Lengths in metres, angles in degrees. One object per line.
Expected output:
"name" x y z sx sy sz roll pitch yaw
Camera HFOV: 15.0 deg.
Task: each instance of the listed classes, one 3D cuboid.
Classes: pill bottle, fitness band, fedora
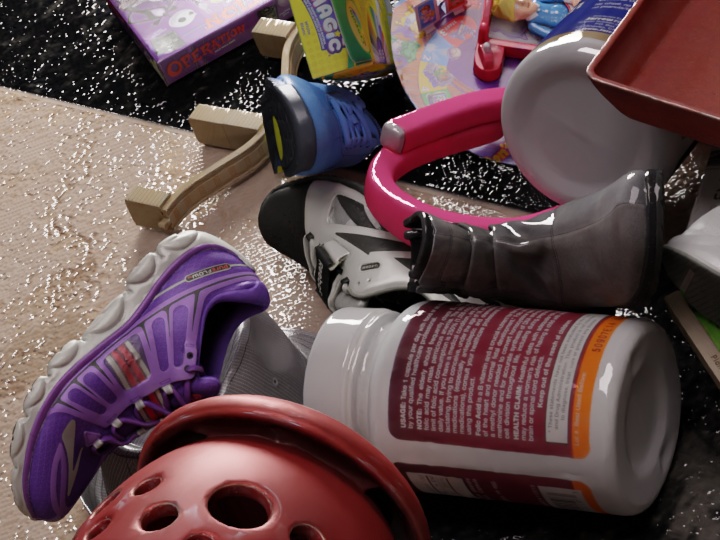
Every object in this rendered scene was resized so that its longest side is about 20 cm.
"pill bottle" 0.076 0.076 1.597 0.199 0.114 0.114 5 48 27
"fitness band" 0.096 -0.061 1.733 0.200 0.038 0.144 -21 43 -38
"fedora" -0.099 0.078 1.690 0.176 0.090 0.200 11 51 32
"pill bottle" 0.176 -0.126 1.721 0.115 0.116 0.200 4 28 27

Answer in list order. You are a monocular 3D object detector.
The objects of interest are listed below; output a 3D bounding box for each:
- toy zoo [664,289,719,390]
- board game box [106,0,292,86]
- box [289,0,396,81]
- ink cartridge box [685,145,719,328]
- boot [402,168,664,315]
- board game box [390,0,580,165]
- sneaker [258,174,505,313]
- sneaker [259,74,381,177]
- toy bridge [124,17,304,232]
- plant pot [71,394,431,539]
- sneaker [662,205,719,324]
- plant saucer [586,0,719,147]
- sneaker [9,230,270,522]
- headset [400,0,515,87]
"toy zoo" 0.285 0.015 1.523 0.200 0.020 0.131 -29 48 -1
"board game box" -0.083 -0.222 2.048 0.200 0.032 0.120 -30 46 -9
"box" -0.016 -0.186 1.838 0.048 0.118 0.200 -16 0 7
"ink cartridge box" 0.288 -0.049 1.659 0.146 0.083 0.200 1 46 24
"boot" 0.094 -0.012 1.562 0.131 0.200 0.070 8 70 -8
"board game box" 0.121 -0.165 1.837 0.200 0.039 0.158 -33 69 -11
"sneaker" 0.000 0.000 1.741 0.200 0.074 0.089 16 52 36
"sneaker" -0.022 -0.098 1.799 0.078 0.066 0.200 -9 1 -4
"toy bridge" -0.088 -0.099 1.919 0.067 0.027 0.200 11 52 31
"plant pot" -0.064 0.180 1.488 0.200 0.201 0.183 3 44 26
"sneaker" 0.256 0.009 1.480 0.080 0.071 0.200 -43 49 -17
"plant saucer" 0.254 -0.118 1.603 0.199 0.037 0.200 19 40 17
"sneaker" -0.129 0.067 1.604 0.083 0.081 0.200 33 79 23
"headset" 0.087 -0.194 1.927 0.123 0.094 0.200 -15 56 -1
